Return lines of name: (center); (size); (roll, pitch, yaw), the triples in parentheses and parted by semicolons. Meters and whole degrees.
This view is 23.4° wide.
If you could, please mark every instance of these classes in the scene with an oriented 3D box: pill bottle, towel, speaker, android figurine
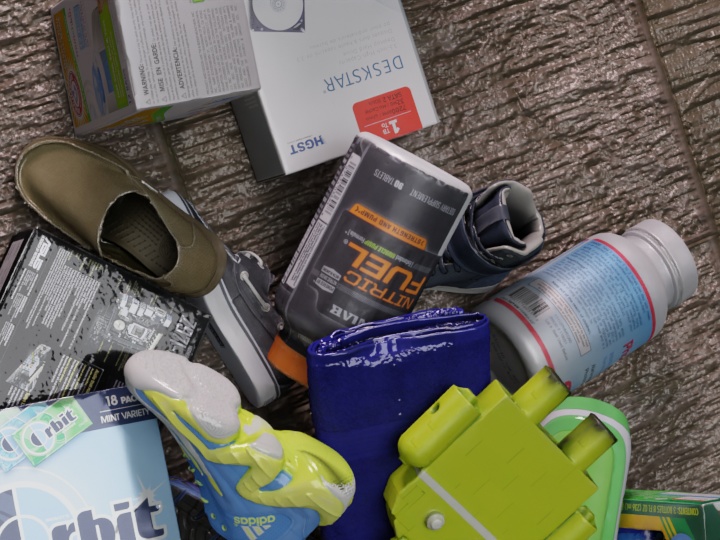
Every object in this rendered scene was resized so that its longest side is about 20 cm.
pill bottle: (0.000, 0.000, 1.398); (0.106, 0.106, 0.201); (25, 97, -20)
towel: (0.031, 0.129, 1.372); (0.147, 0.050, 0.201); (-9, 117, -12)
speaker: (0.175, 0.211, 1.464); (0.088, 0.088, 0.201); (28, 57, -19)
android figurine: (0.102, 0.171, 1.358); (0.200, 0.041, 0.182); (-42, 115, 4)
pill bottle: (0.203, 0.035, 1.563); (0.199, 0.109, 0.109); (-30, 99, -21)

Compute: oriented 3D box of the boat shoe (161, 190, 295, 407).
boat shoe: (-0.105, 0.014, 1.452); (0.068, 0.072, 0.201); (-33, 102, -19)

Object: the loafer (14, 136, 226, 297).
loafer: (-0.196, -0.049, 1.377); (0.199, 0.067, 0.076); (28, 92, 15)

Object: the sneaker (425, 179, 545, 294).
sneaker: (0.061, -0.024, 1.481); (0.201, 0.146, 0.077); (-6, 76, -25)

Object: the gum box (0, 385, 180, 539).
gum box: (-0.222, 0.197, 1.300); (0.169, 0.045, 0.201); (-10, 84, -23)

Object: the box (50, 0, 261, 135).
box: (-0.165, -0.175, 1.367); (0.101, 0.200, 0.113); (-12, 94, -22)

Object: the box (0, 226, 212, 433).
box: (-0.237, 0.091, 1.383); (0.163, 0.086, 0.201); (27, 77, -19)

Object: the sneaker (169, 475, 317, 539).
sneaker: (-0.098, 0.229, 1.449); (0.199, 0.079, 0.076); (32, 107, -9)

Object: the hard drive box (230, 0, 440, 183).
hard drive box: (-0.041, -0.195, 1.489); (0.155, 0.077, 0.201); (-21, 96, -22)

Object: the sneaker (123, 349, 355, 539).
sneaker: (-0.108, 0.148, 1.313); (0.199, 0.076, 0.105); (33, 112, -3)

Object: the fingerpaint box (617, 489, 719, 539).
fingerpaint box: (0.250, 0.278, 1.516); (0.073, 0.199, 0.168); (-2, 89, -37)
